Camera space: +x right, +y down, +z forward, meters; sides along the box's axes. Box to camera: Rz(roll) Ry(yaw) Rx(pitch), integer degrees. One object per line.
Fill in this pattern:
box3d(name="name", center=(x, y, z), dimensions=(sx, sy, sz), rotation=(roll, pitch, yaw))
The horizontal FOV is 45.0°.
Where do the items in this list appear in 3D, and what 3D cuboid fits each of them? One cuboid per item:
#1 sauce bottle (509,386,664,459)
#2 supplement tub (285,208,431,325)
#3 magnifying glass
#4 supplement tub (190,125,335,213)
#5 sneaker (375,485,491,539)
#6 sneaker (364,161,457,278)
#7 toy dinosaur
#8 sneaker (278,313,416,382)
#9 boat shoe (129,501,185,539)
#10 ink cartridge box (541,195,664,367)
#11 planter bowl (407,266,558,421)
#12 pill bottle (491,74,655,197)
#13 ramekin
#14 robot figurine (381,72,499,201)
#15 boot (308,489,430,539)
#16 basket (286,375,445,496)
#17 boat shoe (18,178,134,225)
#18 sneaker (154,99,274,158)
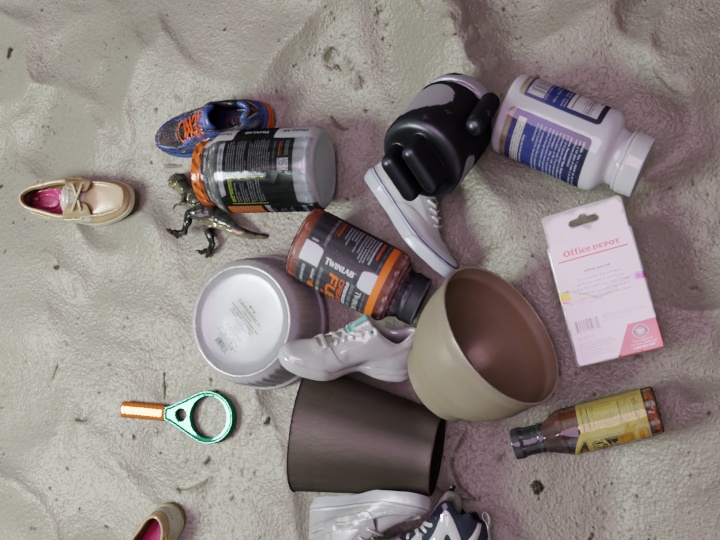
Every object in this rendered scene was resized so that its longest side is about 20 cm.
box3d(name="sauce bottle", center=(0.297, 0.208, 1.151), dimensions=(0.196, 0.066, 0.067), rotation=(-18, 80, 18))
box3d(name="supplement tub", center=(0.000, 0.000, 1.233), dimensions=(0.197, 0.107, 0.109), rotation=(27, 94, 8))
box3d(name="magnifying glass", center=(-0.286, 0.225, 1.360), dimensions=(0.196, 0.022, 0.082), rotation=(2, 86, 19))
box3d(name="supplement tub", center=(-0.143, -0.148, 1.290), dimensions=(0.196, 0.122, 0.126), rotation=(0, 86, 17))
box3d(name="sneaker", center=(0.092, 0.358, 1.200), dimensions=(0.195, 0.079, 0.133), rotation=(5, 80, 25))
box3d(name="sneaker", center=(0.083, -0.083, 1.237), dimensions=(0.071, 0.073, 0.201), rotation=(-40, 75, 15))
box3d(name="toy dinosaur", center=(-0.247, -0.076, 1.360), dimensions=(0.198, 0.047, 0.089), rotation=(35, 90, 14))
box3d(name="sneaker", center=(-0.014, 0.099, 1.200), dimensions=(0.196, 0.076, 0.090), rotation=(3, 122, -17))
box3d(name="boat shoe", center=(-0.342, 0.452, 1.334), dimensions=(0.073, 0.069, 0.203), rotation=(25, 94, 18))
box3d(name="ink cartridge box", center=(0.319, 0.015, 1.156), dimensions=(0.114, 0.067, 0.204), rotation=(-15, 83, 16))
box3d(name="planter bowl", center=(0.145, 0.117, 1.153), dimensions=(0.135, 0.199, 0.202), rotation=(-43, 73, 37))
box3d(name="pill bottle", center=(0.284, -0.175, 1.160), dimensions=(0.197, 0.111, 0.113), rotation=(27, 94, 18))
box3d(name="ramekin", center=(-0.155, 0.076, 1.285), dimensions=(0.196, 0.105, 0.205), rotation=(-1, 86, 17))
box3d(name="robot figurine", center=(0.106, -0.183, 1.179), dimensions=(0.148, 0.126, 0.201), rotation=(21, 49, 23))
box3d(name="boot", center=(0.009, 0.354, 1.173), dimensions=(0.198, 0.073, 0.097), rotation=(-18, 55, 38))
box3d(name="basket", center=(0.012, 0.235, 1.208), dimensions=(0.196, 0.136, 0.185), rotation=(7, 92, 14))
box3d(name="boat shoe", center=(-0.464, -0.112, 1.411), dimensions=(0.196, 0.069, 0.076), rotation=(-3, 85, 18))
box3d(name="sneaker", center=(-0.236, -0.230, 1.350), dimensions=(0.196, 0.078, 0.077), rotation=(-15, 81, 16))
